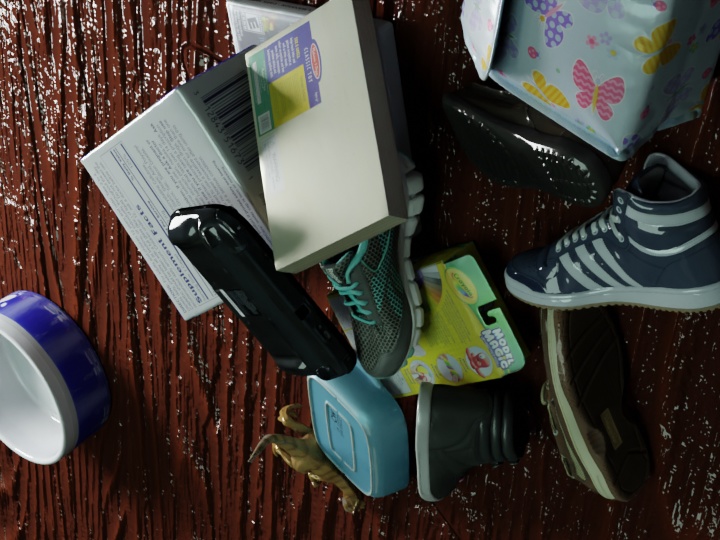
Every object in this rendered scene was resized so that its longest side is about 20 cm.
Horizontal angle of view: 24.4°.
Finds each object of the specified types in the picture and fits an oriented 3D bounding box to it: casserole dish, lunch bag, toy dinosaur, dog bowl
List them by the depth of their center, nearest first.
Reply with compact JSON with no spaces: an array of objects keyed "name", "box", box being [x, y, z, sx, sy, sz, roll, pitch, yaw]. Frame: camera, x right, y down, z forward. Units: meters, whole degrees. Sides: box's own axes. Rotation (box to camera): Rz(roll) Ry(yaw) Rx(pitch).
[{"name":"lunch bag","box":[0.148,-0.200,1.145,0.200,0.127,0.170,39,138,29]},{"name":"casserole dish","box":[-0.006,0.149,1.596,0.121,0.039,0.201,42,156,27]},{"name":"toy dinosaur","box":[-0.058,0.180,1.670,0.200,0.061,0.106,37,-178,-43]},{"name":"dog bowl","box":[-0.395,0.128,1.999,0.199,0.079,0.201,26,134,31]}]

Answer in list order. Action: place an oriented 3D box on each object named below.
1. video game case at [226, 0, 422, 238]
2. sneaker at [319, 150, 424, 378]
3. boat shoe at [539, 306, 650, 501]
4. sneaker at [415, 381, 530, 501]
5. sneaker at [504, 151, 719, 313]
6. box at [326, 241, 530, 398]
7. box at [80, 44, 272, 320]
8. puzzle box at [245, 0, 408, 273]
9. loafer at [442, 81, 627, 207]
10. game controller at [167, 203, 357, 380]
[{"name":"video game case","box":[-0.032,-0.136,1.464,0.181,0.023,0.201,17,129,38]},{"name":"sneaker","box":[0.000,0.000,1.412,0.077,0.091,0.201,15,114,44]},{"name":"boat shoe","box":[0.176,0.102,1.383,0.075,0.075,0.203,11,126,49]},{"name":"sneaker","box":[0.103,0.163,1.505,0.098,0.071,0.200,4,152,7]},{"name":"sneaker","box":[0.188,-0.030,1.270,0.199,0.070,0.109,2,123,39]},{"name":"box","box":[0.065,0.045,1.478,0.199,0.048,0.118,-15,106,53]},{"name":"box","box":[-0.128,-0.076,1.508,0.200,0.105,0.185,-25,100,52]},{"name":"puzzle box","box":[-0.030,-0.113,1.358,0.133,0.025,0.201,-24,67,40]},{"name":"loafer","box":[0.139,-0.104,1.276,0.200,0.071,0.073,31,155,49]},{"name":"game controller","box":[-0.086,0.020,1.436,0.200,0.042,0.104,52,157,-25]}]
